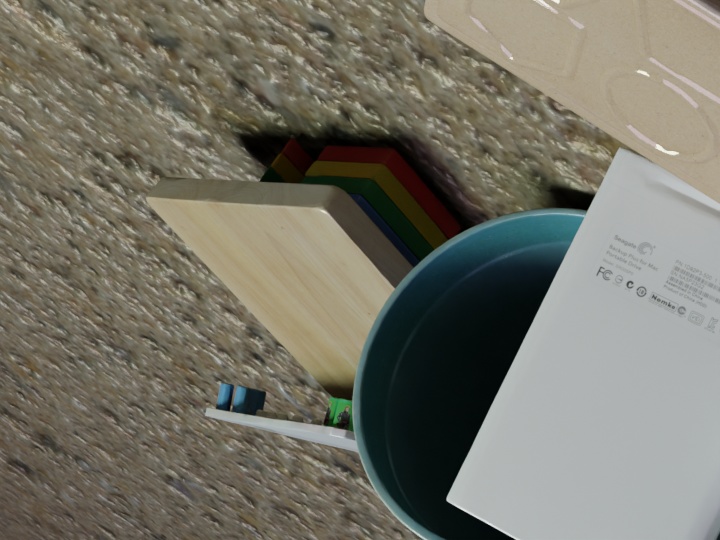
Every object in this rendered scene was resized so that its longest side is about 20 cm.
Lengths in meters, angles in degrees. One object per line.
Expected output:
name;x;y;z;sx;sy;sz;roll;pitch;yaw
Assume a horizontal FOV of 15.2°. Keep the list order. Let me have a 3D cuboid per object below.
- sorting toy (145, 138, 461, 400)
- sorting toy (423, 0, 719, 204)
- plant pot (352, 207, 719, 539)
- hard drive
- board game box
sorting toy;0.000;0.000;1.643;0.200;0.070;0.198;47;157;-28
sorting toy;0.117;-0.118;1.259;0.185;0.037;0.200;33;164;10
plant pot;0.120;0.096;1.497;0.200;0.200;0.188;25;167;30
hard drive;0.143;0.056;1.354;0.132;0.201;0.026;27;-177;24
board game box;0.027;0.109;1.758;0.199;0.026;0.200;15;174;-27
